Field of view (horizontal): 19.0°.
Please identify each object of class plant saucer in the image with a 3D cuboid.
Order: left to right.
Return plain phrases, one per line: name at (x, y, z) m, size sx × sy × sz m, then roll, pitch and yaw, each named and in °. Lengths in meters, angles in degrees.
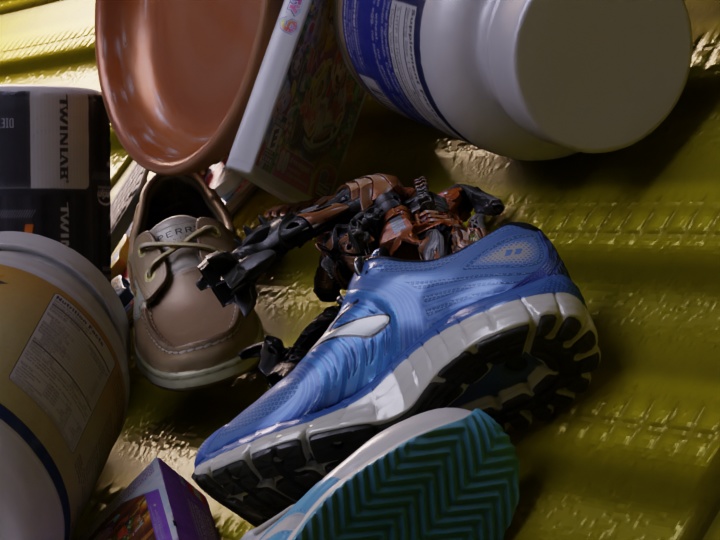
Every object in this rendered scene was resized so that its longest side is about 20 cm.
plant saucer at (-0.087, -0.151, 1.176) m, size 0.200 × 0.037 × 0.202 m, roll -7°, pitch 82°, yaw 56°

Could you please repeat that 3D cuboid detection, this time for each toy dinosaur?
toy dinosaur at (0.000, 0.000, 1.047) m, size 0.135 × 0.102 × 0.200 m, roll -37°, pitch 3°, yaw -13°

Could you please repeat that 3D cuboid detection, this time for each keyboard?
keyboard at (-0.168, -0.008, 1.334) m, size 0.200 × 0.011 × 0.057 m, roll -52°, pitch 24°, yaw 43°

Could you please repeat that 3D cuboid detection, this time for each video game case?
video game case at (-0.011, -0.135, 1.142) m, size 0.143 × 0.018 × 0.201 m, roll 27°, pitch -98°, yaw -74°

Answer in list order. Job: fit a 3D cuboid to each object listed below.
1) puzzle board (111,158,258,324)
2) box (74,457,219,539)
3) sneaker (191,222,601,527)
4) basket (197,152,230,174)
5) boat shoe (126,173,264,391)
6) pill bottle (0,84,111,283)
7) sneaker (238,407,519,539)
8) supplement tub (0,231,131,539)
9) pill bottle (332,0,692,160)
puzzle board at (-0.120, -0.043, 1.375) m, size 0.200 × 0.017 × 0.151 m, roll -46°, pitch 24°, yaw 5°
box at (-0.144, 0.197, 1.026) m, size 0.200 × 0.039 × 0.137 m, roll -46°, pitch 23°, yaw 7°
sneaker at (0.012, 0.046, 0.929) m, size 0.199 × 0.079 × 0.090 m, roll -30°, pitch 41°, yaw 21°
basket at (-0.099, -0.171, 1.341) m, size 0.148 × 0.143 × 0.200 m, roll -32°, pitch 25°, yaw 2°
boat shoe at (-0.098, 0.002, 1.181) m, size 0.073 × 0.067 × 0.200 m, roll -15°, pitch 25°, yaw -6°
pill bottle at (-0.197, -0.004, 1.253) m, size 0.106 × 0.106 × 0.202 m, roll 0°, pitch 90°, yaw 60°
sneaker at (-0.020, 0.124, 0.880) m, size 0.200 × 0.076 × 0.081 m, roll -43°, pitch 22°, yaw 7°
supplement tub at (-0.199, 0.079, 1.095) m, size 0.144 × 0.144 × 0.200 m, roll -37°, pitch 17°, yaw 24°
pill bottle at (0.072, -0.116, 1.024) m, size 0.120 × 0.120 × 0.200 m, roll -50°, pitch 24°, yaw -4°
